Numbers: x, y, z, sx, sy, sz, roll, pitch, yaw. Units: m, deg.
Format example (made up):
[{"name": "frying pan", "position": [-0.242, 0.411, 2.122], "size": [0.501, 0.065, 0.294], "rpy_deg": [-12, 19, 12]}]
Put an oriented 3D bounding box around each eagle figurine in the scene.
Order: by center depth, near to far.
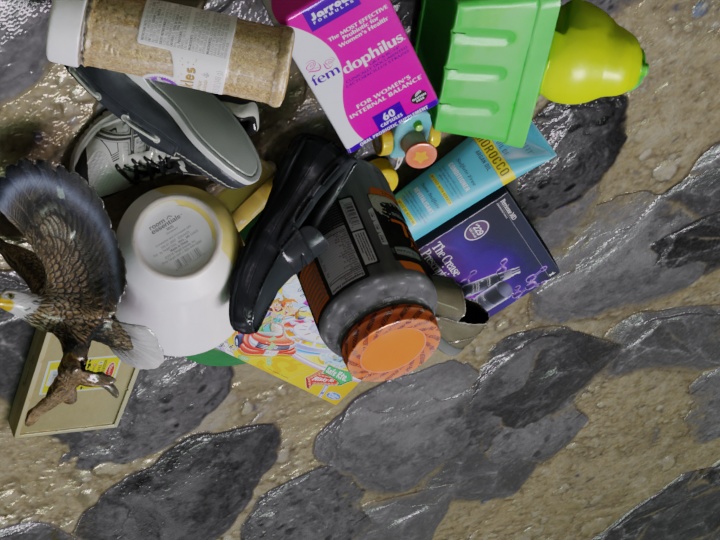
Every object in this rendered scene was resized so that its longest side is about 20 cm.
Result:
[{"name": "eagle figurine", "position": [-0.276, 0.016, 1.385], "size": [0.150, 0.202, 0.151], "rpy_deg": [-18, 156, 11]}]

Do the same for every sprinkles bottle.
[{"name": "sprinkles bottle", "position": [-0.155, -0.186, 1.257], "size": [0.198, 0.069, 0.069], "rpy_deg": [11, 136, -6]}]

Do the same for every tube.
[{"name": "tube", "position": [0.105, -0.096, 1.626], "size": [0.199, 0.078, 0.050], "rpy_deg": [-35, 175, 4]}]

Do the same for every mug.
[{"name": "mug", "position": [-0.170, -0.026, 1.459], "size": [0.148, 0.189, 0.153], "rpy_deg": [13, 163, -2]}]

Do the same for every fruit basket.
[{"name": "fruit basket", "position": [0.163, -0.221, 1.441], "size": [0.213, 0.157, 0.217], "rpy_deg": [-12, 143, -9]}]

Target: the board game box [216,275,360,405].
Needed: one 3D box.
[{"name": "board game box", "position": [-0.057, 0.058, 1.637], "size": [0.199, 0.034, 0.134], "rpy_deg": [28, 117, -36]}]

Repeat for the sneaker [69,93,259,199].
[{"name": "sneaker", "position": [-0.182, -0.116, 1.407], "size": [0.199, 0.088, 0.076], "rpy_deg": [-34, 146, 12]}]

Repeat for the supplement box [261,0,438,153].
[{"name": "supplement box", "position": [-0.017, -0.216, 1.379], "size": [0.100, 0.104, 0.200], "rpy_deg": [-29, 144, 4]}]

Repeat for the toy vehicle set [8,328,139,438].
[{"name": "toy vehicle set", "position": [-0.301, 0.105, 1.659], "size": [0.123, 0.027, 0.201], "rpy_deg": [-3, 138, -31]}]

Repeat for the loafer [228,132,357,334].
[{"name": "loafer", "position": [-0.064, -0.031, 1.423], "size": [0.068, 0.070, 0.202], "rpy_deg": [76, 36, -73]}]

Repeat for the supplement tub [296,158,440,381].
[{"name": "supplement tub", "position": [0.000, 0.000, 1.490], "size": [0.121, 0.201, 0.123], "rpy_deg": [-15, 146, -11]}]

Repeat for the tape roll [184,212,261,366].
[{"name": "tape roll", "position": [-0.120, 0.021, 1.656], "size": [0.198, 0.048, 0.201], "rpy_deg": [-18, 144, -13]}]

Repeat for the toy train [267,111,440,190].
[{"name": "toy train", "position": [0.000, -0.110, 1.564], "size": [0.200, 0.056, 0.150], "rpy_deg": [-41, 143, 19]}]

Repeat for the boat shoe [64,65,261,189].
[{"name": "boat shoe", "position": [-0.173, -0.139, 1.341], "size": [0.200, 0.076, 0.060], "rpy_deg": [46, 120, -9]}]

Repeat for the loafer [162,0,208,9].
[{"name": "loafer", "position": [-0.150, -0.261, 1.261], "size": [0.075, 0.069, 0.201], "rpy_deg": [-9, 141, -24]}]

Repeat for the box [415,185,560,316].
[{"name": "box", "position": [0.126, -0.030, 1.732], "size": [0.141, 0.079, 0.200], "rpy_deg": [-35, 145, 6]}]

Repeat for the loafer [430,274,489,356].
[{"name": "loafer", "position": [0.074, 0.025, 1.644], "size": [0.069, 0.076, 0.200], "rpy_deg": [-30, 145, 20]}]
